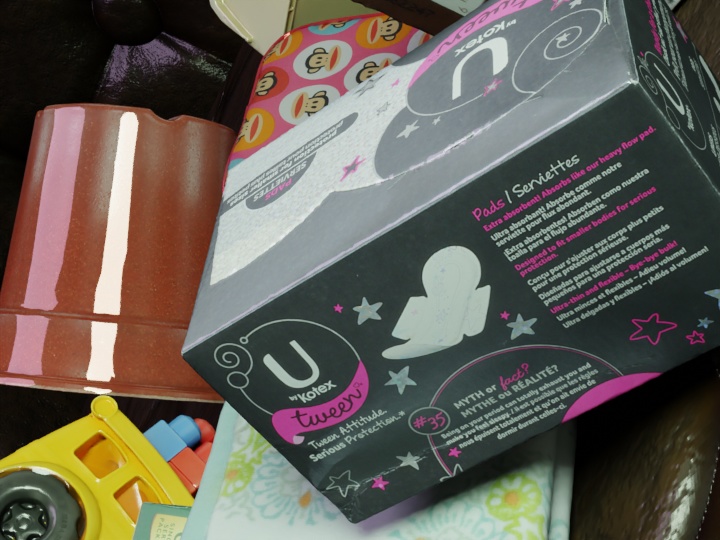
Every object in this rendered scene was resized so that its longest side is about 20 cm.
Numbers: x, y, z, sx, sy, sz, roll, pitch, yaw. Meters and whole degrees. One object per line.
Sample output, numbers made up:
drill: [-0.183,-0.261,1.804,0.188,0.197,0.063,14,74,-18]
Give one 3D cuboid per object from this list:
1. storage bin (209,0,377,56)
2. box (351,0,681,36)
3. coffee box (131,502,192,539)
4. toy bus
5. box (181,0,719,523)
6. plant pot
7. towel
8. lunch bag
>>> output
storage bin: [0.000,-0.276,1.122,0.094,0.199,0.200,41,132,33]
box: [0.101,-0.236,0.777,0.166,0.163,0.201,131,158,-57]
coffee box: [-0.088,0.218,0.818,0.200,0.044,0.124,65,-146,-61]
toy bus: [-0.141,0.182,0.939,0.191,0.200,0.136,-34,-22,-28]
box: [0.045,-0.018,0.570,0.199,0.115,0.133,-29,30,23]
plant pot: [-0.170,-0.011,1.051,0.201,0.199,0.197,169,107,-75]
towel: [0.004,0.112,0.621,0.170,0.048,0.201,-11,42,23]
lunch bag: [0.007,-0.096,1.007,0.082,0.175,0.201,62,-149,-41]
